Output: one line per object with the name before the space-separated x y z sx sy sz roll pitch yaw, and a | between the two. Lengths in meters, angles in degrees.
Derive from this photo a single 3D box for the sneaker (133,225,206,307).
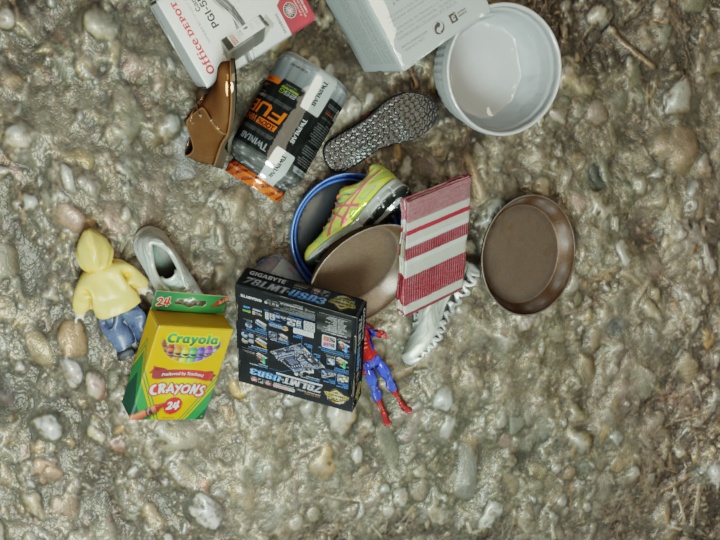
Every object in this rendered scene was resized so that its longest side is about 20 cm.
sneaker | -0.281 0.030 1.571 0.070 0.080 0.202 -33 109 -10

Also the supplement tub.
supplement tub | -0.114 -0.213 1.553 0.121 0.122 0.202 30 90 -19

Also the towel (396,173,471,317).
towel | 0.113 -0.039 1.593 0.143 0.023 0.203 -22 127 -36

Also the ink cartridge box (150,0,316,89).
ink cartridge box | -0.187 -0.380 1.520 0.199 0.083 0.148 -34 109 -9

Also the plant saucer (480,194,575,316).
plant saucer | 0.275 -0.027 1.736 0.197 0.034 0.204 -5 100 -29

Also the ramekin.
ramekin | 0.209 -0.319 1.640 0.196 0.105 0.204 -3 102 -16

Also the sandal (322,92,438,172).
sandal | 0.029 -0.223 1.642 0.198 0.045 0.076 -27 101 5

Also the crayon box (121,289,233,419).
crayon box | -0.273 0.131 1.560 0.125 0.051 0.203 4 117 -34

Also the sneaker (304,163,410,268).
sneaker | -0.015 -0.084 1.599 0.199 0.091 0.078 -41 150 10

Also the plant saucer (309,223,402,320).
plant saucer | 0.000 0.000 1.589 0.198 0.037 0.202 -23 141 -20

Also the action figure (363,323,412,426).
action figure | 0.029 0.161 1.682 0.065 0.099 0.202 -29 105 -11

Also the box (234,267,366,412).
box | -0.092 0.108 1.568 0.197 0.050 0.201 14 131 14

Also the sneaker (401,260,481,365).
sneaker | 0.116 0.061 1.706 0.080 0.075 0.202 33 81 -12

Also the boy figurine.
boy figurine | -0.379 0.035 1.550 0.123 0.064 0.203 -27 106 -10

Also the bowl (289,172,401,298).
bowl | -0.019 -0.057 1.655 0.197 0.039 0.205 -3 101 -16

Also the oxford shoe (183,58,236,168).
oxford shoe | -0.218 -0.225 1.500 0.070 0.072 0.201 8 139 -15

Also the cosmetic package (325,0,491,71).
cosmetic package | 0.059 -0.407 1.528 0.164 0.200 0.167 -33 107 -8

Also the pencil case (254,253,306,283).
pencil case | -0.102 0.072 1.631 0.090 0.083 0.201 -36 108 13
